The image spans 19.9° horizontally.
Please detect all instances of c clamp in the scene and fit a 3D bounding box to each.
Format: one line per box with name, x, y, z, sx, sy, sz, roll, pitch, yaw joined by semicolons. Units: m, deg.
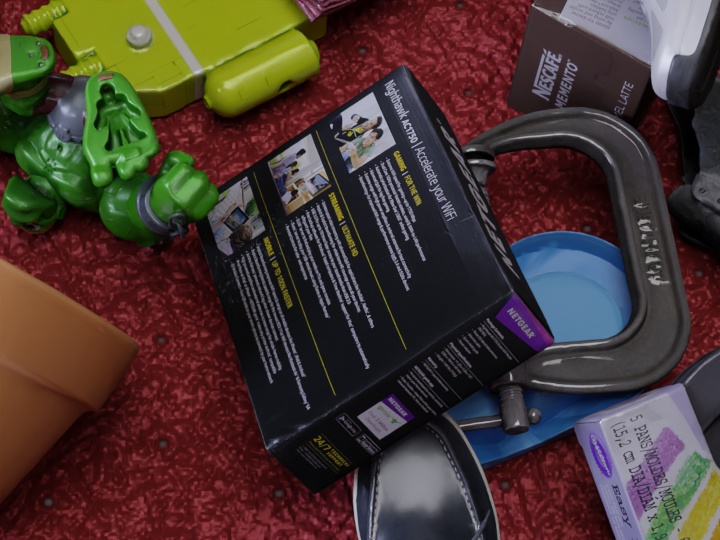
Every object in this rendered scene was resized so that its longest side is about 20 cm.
c clamp;0.094;-0.003;1.117;0.171;0.027;0.200;0;65;-3

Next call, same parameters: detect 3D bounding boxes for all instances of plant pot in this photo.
plant pot;-0.234;0.050;1.048;0.200;0.200;0.140;28;83;10

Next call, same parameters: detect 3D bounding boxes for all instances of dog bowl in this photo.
dog bowl;0.071;0.054;1.131;0.200;0.050;0.112;-21;67;-12

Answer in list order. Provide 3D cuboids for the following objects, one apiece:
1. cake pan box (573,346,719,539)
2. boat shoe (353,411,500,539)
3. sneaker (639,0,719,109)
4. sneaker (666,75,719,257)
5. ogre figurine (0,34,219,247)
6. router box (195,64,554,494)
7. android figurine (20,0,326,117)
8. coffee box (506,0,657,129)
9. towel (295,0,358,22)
cake pan box;0.229;0.130;1.070;0.184;0.052;0.200;-19;88;-14
boat shoe;0.037;0.163;1.040;0.075;0.062;0.200;-5;82;-1
sneaker;0.144;-0.173;1.117;0.115;0.076;0.201;5;57;8
sneaker;0.220;-0.021;1.172;0.104;0.060;0.200;12;59;1
ogre figurine;-0.161;-0.075;1.141;0.200;0.120;0.098;17;69;7
router box;0.000;0.000;1.081;0.149;0.051;0.200;-33;42;11
android figurine;-0.104;-0.169;1.234;0.200;0.041;0.182;-26;69;-17
coffee box;0.174;-0.181;1.214;0.080;0.114;0.200;29;66;10
towel;-0.032;-0.254;1.247;0.144;0.023;0.200;-30;77;-33
